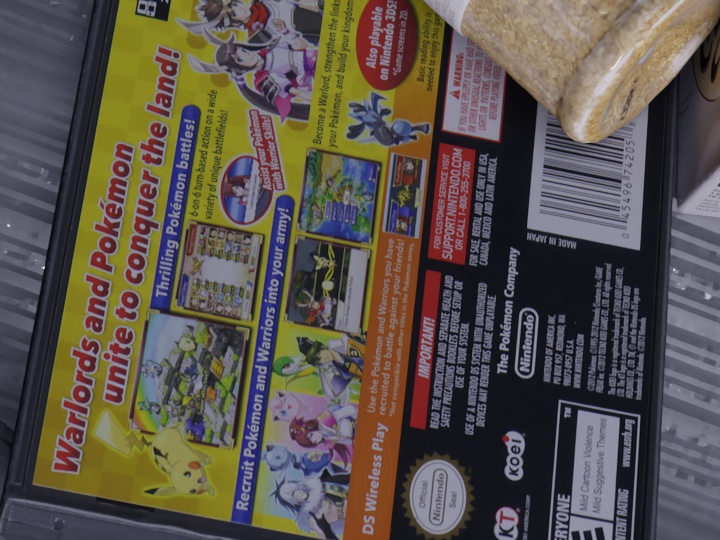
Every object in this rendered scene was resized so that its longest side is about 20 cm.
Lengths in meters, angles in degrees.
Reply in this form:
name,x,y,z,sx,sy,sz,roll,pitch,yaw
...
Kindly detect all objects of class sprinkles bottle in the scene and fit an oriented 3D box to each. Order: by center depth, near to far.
name,x,y,z,sx,sy,sz,roll,pitch,yaw
sprinkles bottle,0.017,-0.126,0.872,0.068,0.068,0.200,-42,76,-17

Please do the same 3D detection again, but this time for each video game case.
name,x,y,z,sx,sy,sz,roll,pitch,yaw
video game case,0.000,0.000,0.848,0.180,0.026,0.201,11,58,-7

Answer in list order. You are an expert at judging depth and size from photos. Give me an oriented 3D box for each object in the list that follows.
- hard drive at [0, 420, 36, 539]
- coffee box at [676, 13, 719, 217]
name,x,y,z,sx,sy,sz,roll,pitch,yaw
hard drive,-0.155,0.126,0.796,0.140,0.033,0.200,43,72,-13
coffee box,0.154,-0.093,0.834,0.079,0.200,0.114,5,75,-8
